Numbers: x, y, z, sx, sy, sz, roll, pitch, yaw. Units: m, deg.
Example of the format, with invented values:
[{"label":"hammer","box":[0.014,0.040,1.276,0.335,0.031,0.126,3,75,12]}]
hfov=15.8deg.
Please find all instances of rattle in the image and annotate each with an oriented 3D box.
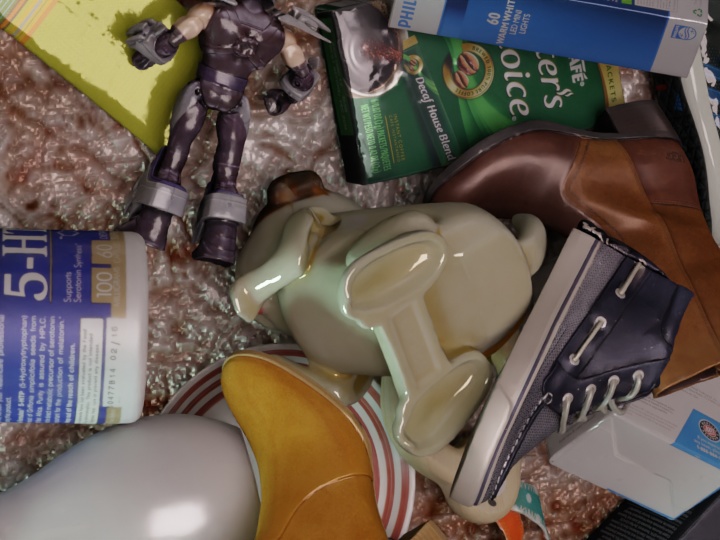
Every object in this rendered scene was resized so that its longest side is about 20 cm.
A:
[{"label":"rattle","box":[0.106,0.112,1.729,0.130,0.142,0.201,-24,97,-49]}]

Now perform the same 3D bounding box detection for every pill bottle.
[{"label":"pill bottle","box":[-0.233,0.033,1.594,0.199,0.120,0.121,1,97,-9]}]

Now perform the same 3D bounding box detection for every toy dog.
[{"label":"toy dog","box":[0.000,0.000,1.641,0.194,0.199,0.140,-45,124,-22]}]

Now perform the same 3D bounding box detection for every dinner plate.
[{"label":"dinner plate","box":[-0.058,0.147,1.733,0.199,0.024,0.202,-3,99,-20]}]

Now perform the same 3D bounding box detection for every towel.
[{"label":"towel","box":[-0.171,-0.162,1.656,0.200,0.018,0.086,39,88,-21]}]

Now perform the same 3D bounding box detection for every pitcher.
[{"label":"pitcher","box":[-0.157,0.175,1.604,0.199,0.172,0.122,-14,125,-6]}]

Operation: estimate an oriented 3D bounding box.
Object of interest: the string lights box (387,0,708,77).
[{"label":"string lights box","box":[0.123,-0.197,1.683,0.199,0.059,0.103,9,54,-3]}]

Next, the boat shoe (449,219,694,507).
[{"label":"boat shoe","box":[0.134,0.071,1.601,0.092,0.075,0.201,27,72,3]}]

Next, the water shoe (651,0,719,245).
[{"label":"water shoe","box":[0.248,-0.118,1.789,0.079,0.071,0.201,-16,103,-20]}]

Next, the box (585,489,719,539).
[{"label":"box","box":[0.275,0.225,1.826,0.182,0.104,0.200,-45,109,-11]}]

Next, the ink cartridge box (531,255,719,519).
[{"label":"ink cartridge box","box":[0.181,0.054,1.750,0.116,0.201,0.068,27,132,-28]}]

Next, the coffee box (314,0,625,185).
[{"label":"coffee box","box":[0.076,-0.138,1.735,0.199,0.044,0.124,-13,100,-19]}]

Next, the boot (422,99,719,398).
[{"label":"boot","box":[0.156,-0.001,1.697,0.187,0.069,0.201,-11,65,-25]}]

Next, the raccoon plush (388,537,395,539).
[{"label":"raccoon plush","box":[0.006,0.258,1.694,0.200,0.096,0.135,-11,124,-60]}]

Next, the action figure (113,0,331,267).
[{"label":"action figure","box":[-0.094,-0.108,1.651,0.129,0.069,0.201,17,92,-14]}]

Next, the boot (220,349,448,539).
[{"label":"boot","box":[-0.044,0.155,1.551,0.201,0.071,0.144,46,52,2]}]
